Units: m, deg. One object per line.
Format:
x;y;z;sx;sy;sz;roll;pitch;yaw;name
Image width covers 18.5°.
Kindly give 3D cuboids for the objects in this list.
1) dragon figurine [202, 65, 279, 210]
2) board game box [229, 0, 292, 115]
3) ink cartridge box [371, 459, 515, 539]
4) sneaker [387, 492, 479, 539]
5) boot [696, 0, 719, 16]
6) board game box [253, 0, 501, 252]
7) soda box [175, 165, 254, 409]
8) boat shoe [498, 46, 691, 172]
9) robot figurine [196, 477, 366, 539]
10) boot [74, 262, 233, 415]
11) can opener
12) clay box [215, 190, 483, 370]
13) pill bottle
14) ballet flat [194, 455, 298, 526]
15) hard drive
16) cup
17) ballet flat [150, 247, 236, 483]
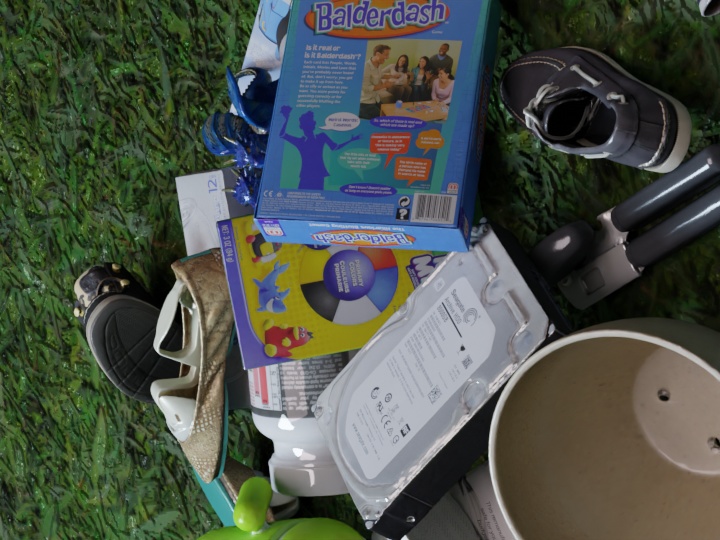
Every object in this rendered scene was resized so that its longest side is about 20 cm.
-0.084;-0.118;1.696;0.200;0.099;0.059;59;135;43;dragon figurine
-0.029;-0.157;1.753;0.151;0.037;0.200;38;124;35;board game box
0.119;0.216;1.639;0.200;0.084;0.145;-38;71;44;ink cartridge box
0.044;0.243;1.607;0.116;0.074;0.200;-47;64;37;sneaker
0.219;-0.215;1.455;0.200;0.074;0.096;2;92;45;boot
0.015;-0.115;1.596;0.152;0.045;0.200;4;68;14;board game box
-0.096;0.013;1.832;0.063;0.068;0.200;-6;94;47;soda box
0.147;-0.117;1.535;0.200;0.063;0.073;30;110;55;boat shoe
-0.065;0.252;1.706;0.200;0.116;0.176;-12;105;43;robot figurine
-0.197;0.048;1.875;0.073;0.200;0.151;-50;51;2;boot
0.187;-0.026;1.532;0.200;0.067;0.053;-36;72;50;can opener
0.000;0.000;1.654;0.048;0.200;0.115;-170;68;-88;clay box
-0.032;0.071;1.743;0.116;0.116;0.200;2;99;46;pill bottle
-0.070;0.224;1.845;0.200;0.065;0.071;60;164;17;ballet flat
0.056;0.075;1.557;0.200;0.038;0.140;-47;39;17;hard drive
0.205;0.113;1.470;0.200;0.143;0.200;10;111;26;cup
-0.137;0.077;1.786;0.071;0.065;0.200;-145;58;-64;ballet flat
